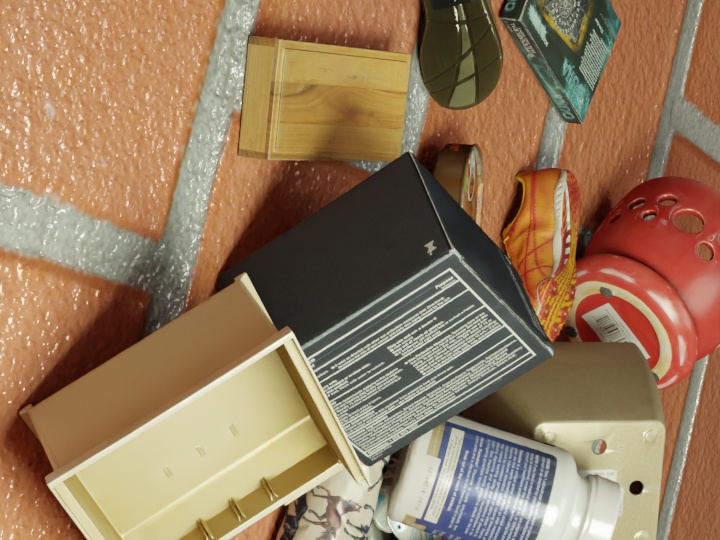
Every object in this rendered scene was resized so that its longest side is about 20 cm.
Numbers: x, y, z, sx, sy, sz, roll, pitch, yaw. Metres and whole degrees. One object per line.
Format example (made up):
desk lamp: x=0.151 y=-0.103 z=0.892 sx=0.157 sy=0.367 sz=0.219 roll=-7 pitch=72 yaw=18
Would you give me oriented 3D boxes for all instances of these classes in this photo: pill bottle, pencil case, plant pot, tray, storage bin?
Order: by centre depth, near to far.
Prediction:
storage bin: x=-0.119 y=0.139 z=1.260 sx=0.199 sy=0.094 sz=0.199 roll=-32 pitch=132 yaw=-8
tray: x=-0.027 y=-0.146 z=1.452 sx=0.199 sy=0.037 sz=0.100 roll=-5 pitch=102 yaw=-55
pencil case: x=-0.024 y=0.224 z=1.522 sx=0.089 sy=0.077 sz=0.201 roll=32 pitch=72 yaw=-40
pill bottle: x=0.132 y=0.205 z=1.542 sx=0.111 sy=0.198 sz=0.112 roll=-162 pitch=-90 yaw=-89
plant pot: x=0.211 y=0.190 z=1.694 sx=0.198 sy=0.177 sz=0.202 roll=1 pitch=101 yaw=-11
plant pot: x=0.337 y=0.022 z=1.898 sx=0.182 sy=0.199 sz=0.202 roll=-43 pitch=132 yaw=-38

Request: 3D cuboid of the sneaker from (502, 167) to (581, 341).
sneaker: x=0.185 y=-0.010 z=1.760 sx=0.073 sy=0.077 sz=0.202 roll=42 pitch=51 yaw=-52

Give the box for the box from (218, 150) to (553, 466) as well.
box: x=0.023 y=0.036 z=1.406 sx=0.198 sy=0.199 sz=0.124 roll=42 pitch=20 yaw=-50

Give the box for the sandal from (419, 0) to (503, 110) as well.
sandal: x=0.087 y=-0.248 z=1.576 sx=0.055 sy=0.081 sz=0.201 roll=-67 pitch=144 yaw=-57

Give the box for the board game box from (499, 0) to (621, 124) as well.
board game box: x=0.216 y=-0.266 z=1.787 sx=0.200 sy=0.028 sz=0.136 roll=48 pitch=60 yaw=-51

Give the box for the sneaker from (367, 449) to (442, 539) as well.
sneaker: x=0.041 y=0.211 z=1.624 sx=0.086 sy=0.075 sz=0.202 roll=-7 pitch=105 yaw=-49

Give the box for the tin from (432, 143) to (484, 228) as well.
tin: x=0.091 y=-0.024 z=1.632 sx=0.112 sy=0.041 sz=0.202 roll=-49 pitch=142 yaw=-74
